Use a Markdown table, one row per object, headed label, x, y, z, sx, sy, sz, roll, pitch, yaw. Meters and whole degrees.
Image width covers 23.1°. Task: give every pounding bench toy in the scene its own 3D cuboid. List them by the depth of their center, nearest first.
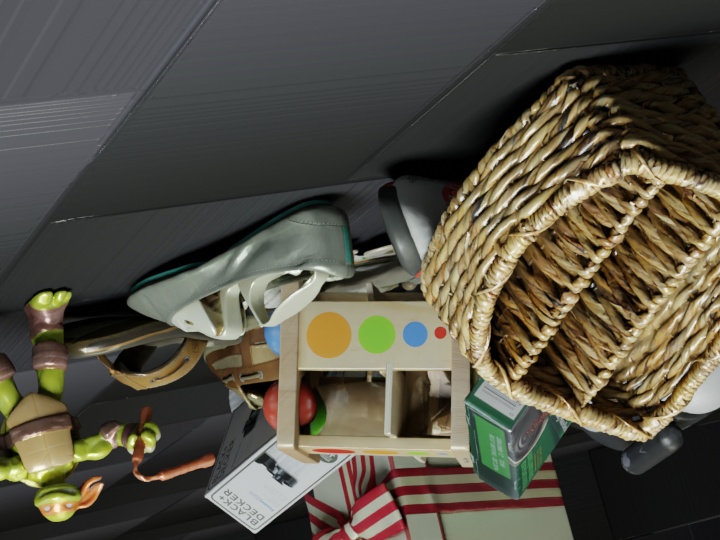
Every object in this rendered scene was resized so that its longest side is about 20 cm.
| label | x | y | z | sx | sy | sz | roll | pitch | yaw |
| --- | --- | --- | --- | --- | --- | --- | --- | --- | --- |
| pounding bench toy | 0.013 | 0.084 | 1.340 | 0.154 | 0.126 | 0.200 | 0 | 169 | 8 |

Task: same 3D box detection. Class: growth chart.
| label | x | y | z | sx | sy | sz | roll | pitch | yaw |
| --- | --- | --- | --- | --- | --- | --- | --- | --- | --- |
| growth chart | 0.000 | 0.000 | 1.347 | 0.199 | 0.018 | 0.144 | -7 | 165 | -35 |

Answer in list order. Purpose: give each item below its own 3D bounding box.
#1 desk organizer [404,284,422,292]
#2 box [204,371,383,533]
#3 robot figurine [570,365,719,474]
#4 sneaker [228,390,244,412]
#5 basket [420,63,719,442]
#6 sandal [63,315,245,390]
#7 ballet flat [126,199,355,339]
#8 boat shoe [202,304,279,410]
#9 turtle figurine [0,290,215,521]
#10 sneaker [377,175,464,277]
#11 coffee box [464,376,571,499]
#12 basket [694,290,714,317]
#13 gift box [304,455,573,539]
| label | x | y | z | sx | sy | sz | roll | pitch | yaw |
| --- | --- | --- | --- | --- | --- | --- | --- | --- | --- |
| desk organizer | 0.112 | 0.018 | 1.443 | 0.076 | 0.072 | 0.200 | -13 | 168 | -24 |
| box | -0.043 | 0.125 | 1.507 | 0.060 | 0.117 | 0.200 | 37 | 127 | -16 |
| robot figurine | 0.259 | 0.088 | 1.568 | 0.124 | 0.151 | 0.200 | -23 | 169 | -32 |
| sneaker | -0.022 | 0.099 | 1.643 | 0.199 | 0.076 | 0.114 | -21 | 169 | 40 |
| basket | 0.142 | -0.004 | 1.045 | 0.142 | 0.149 | 0.201 | -5 | 141 | -41 |
| sandal | -0.153 | 0.060 | 1.303 | 0.081 | 0.055 | 0.200 | -3 | 178 | 27 |
| ballet flat | -0.084 | 0.014 | 1.189 | 0.199 | 0.064 | 0.067 | -24 | 165 | 37 |
| boat shoe | -0.086 | 0.081 | 1.465 | 0.075 | 0.075 | 0.200 | -13 | 168 | -12 |
| turtle figurine | -0.207 | 0.099 | 1.182 | 0.198 | 0.163 | 0.064 | -14 | 168 | -9 |
| sneaker | 0.087 | -0.041 | 1.158 | 0.107 | 0.068 | 0.201 | -20 | 171 | 17 |
| coffee box | 0.146 | 0.051 | 1.228 | 0.200 | 0.044 | 0.123 | -52 | 157 | -21 |
| basket | 0.278 | -0.022 | 1.336 | 0.179 | 0.137 | 0.200 | -31 | 164 | -3 |
| gift box | 0.055 | 0.214 | 1.548 | 0.185 | 0.201 | 0.185 | -1 | 147 | -27 |
